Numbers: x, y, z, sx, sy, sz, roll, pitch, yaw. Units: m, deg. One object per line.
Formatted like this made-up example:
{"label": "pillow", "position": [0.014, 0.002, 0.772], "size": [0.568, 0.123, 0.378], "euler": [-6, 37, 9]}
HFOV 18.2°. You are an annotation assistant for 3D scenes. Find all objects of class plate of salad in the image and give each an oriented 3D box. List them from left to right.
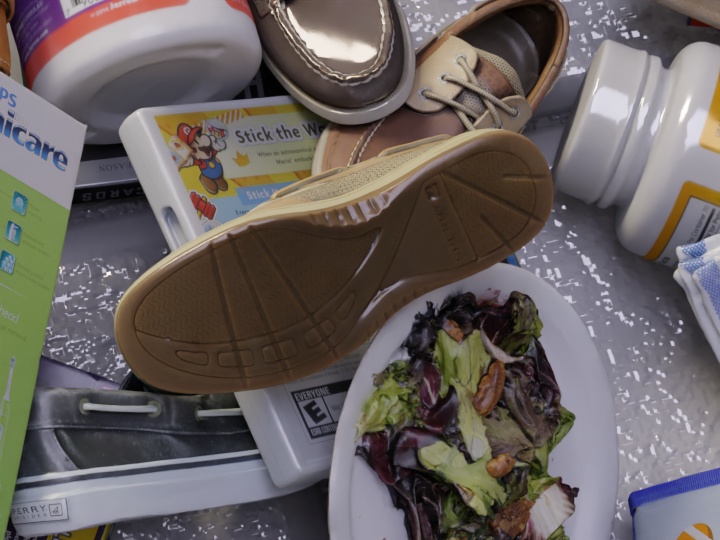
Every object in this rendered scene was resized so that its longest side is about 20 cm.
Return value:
{"label": "plate of salad", "position": [0.062, 0.097, 1.003], "size": [0.199, 0.048, 0.202], "euler": [-3, 94, -45]}

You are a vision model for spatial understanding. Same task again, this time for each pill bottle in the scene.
{"label": "pill bottle", "position": [-0.126, -0.172, 1.070], "size": [0.111, 0.112, 0.201], "euler": [-14, 72, -13]}
{"label": "pill bottle", "position": [0.198, -0.042, 1.098], "size": [0.199, 0.109, 0.110], "euler": [21, 68, -1]}

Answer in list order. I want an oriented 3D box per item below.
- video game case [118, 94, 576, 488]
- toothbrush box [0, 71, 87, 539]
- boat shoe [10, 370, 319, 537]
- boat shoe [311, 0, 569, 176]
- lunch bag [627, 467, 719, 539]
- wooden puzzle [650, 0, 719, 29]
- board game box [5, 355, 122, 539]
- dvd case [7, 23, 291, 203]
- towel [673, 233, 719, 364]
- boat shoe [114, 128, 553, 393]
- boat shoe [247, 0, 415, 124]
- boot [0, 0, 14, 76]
{"label": "video game case", "position": [0.000, 0.000, 1.047], "size": [0.199, 0.023, 0.183], "euler": [-9, 68, -45]}
{"label": "toothbrush box", "position": [-0.208, 0.023, 0.927], "size": [0.145, 0.086, 0.201], "euler": [-8, 62, 37]}
{"label": "boat shoe", "position": [-0.076, 0.068, 0.983], "size": [0.072, 0.199, 0.072], "euler": [-6, 90, 33]}
{"label": "boat shoe", "position": [0.042, -0.078, 1.068], "size": [0.076, 0.072, 0.200], "euler": [43, 43, -8]}
{"label": "lunch bag", "position": [0.228, 0.171, 1.021], "size": [0.198, 0.124, 0.171], "euler": [-6, 70, 3]}
{"label": "wooden puzzle", "position": [0.259, -0.154, 1.152], "size": [0.199, 0.046, 0.185], "euler": [23, 51, 22]}
{"label": "board game box", "position": [-0.202, 0.124, 1.004], "size": [0.164, 0.057, 0.201], "euler": [21, 68, -3]}
{"label": "dvd case", "position": [-0.109, -0.135, 1.131], "size": [0.149, 0.025, 0.201], "euler": [-7, 70, -11]}
{"label": "towel", "position": [0.262, 0.020, 1.044], "size": [0.199, 0.024, 0.148], "euler": [-20, 113, 17]}
{"label": "boat shoe", "position": [-0.015, -0.004, 0.961], "size": [0.199, 0.064, 0.072], "euler": [-22, 105, -15]}
{"label": "boat shoe", "position": [-0.027, -0.155, 1.071], "size": [0.071, 0.060, 0.201], "euler": [-18, 53, -4]}
{"label": "boot", "position": [-0.237, -0.159, 0.961], "size": [0.199, 0.076, 0.157], "euler": [9, 68, -38]}
